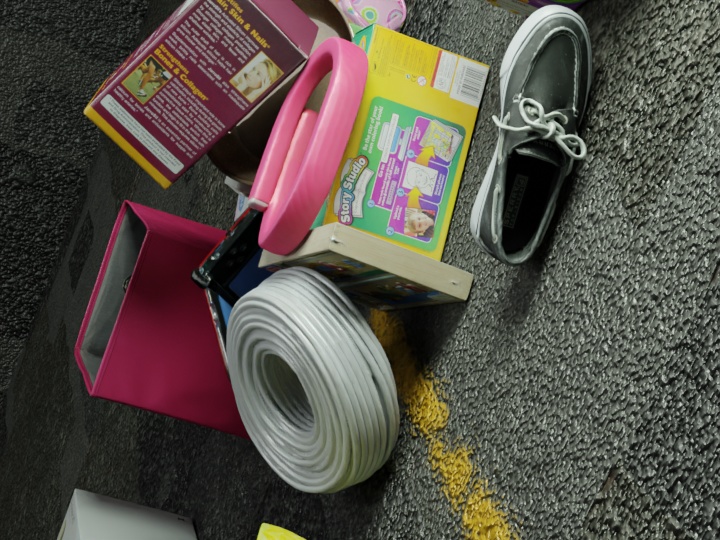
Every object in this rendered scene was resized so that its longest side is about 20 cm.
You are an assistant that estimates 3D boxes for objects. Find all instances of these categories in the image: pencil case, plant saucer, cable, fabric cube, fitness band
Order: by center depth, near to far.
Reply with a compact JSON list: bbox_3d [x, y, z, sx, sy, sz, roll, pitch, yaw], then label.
[{"bbox_3d":[-0.048,-0.111,1.435,0.144,0.037,0.200,-20,50,68],"label":"fitness band"},{"bbox_3d":[-0.047,0.099,1.440,0.200,0.069,0.200,-30,86,59],"label":"cable"},{"bbox_3d":[-0.076,-0.177,1.579,0.200,0.037,0.201,-7,77,33],"label":"plant saucer"},{"bbox_3d":[-0.035,-0.249,1.796,0.200,0.087,0.088,-35,40,46],"label":"pencil case"},{"bbox_3d":[-0.191,0.052,1.836,0.200,0.199,0.196,-141,69,-70],"label":"fabric cube"}]

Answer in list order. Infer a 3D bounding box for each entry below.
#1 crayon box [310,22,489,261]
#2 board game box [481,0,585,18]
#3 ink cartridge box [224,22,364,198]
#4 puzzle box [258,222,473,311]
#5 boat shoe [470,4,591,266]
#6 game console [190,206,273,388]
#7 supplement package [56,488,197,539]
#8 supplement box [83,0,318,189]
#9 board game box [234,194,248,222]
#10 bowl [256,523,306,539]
[{"bbox_3d":[0.031,-0.107,1.466,0.058,0.119,0.200,172,115,-70],"label":"crayon box"},{"bbox_3d":[0.163,-0.288,1.276,0.200,0.103,0.105,147,137,-63],"label":"board game box"},{"bbox_3d":[-0.040,-0.156,1.670,0.084,0.146,0.200,-152,81,-73],"label":"ink cartridge box"},{"bbox_3d":[0.000,0.000,1.435,0.200,0.133,0.025,-12,59,70],"label":"puzzle box"},{"bbox_3d":[0.133,-0.101,1.236,0.068,0.074,0.200,-130,58,-73],"label":"boat shoe"},{"bbox_3d":[-0.077,0.046,1.622,0.172,0.119,0.200,-49,-26,-6],"label":"game console"},{"bbox_3d":[-0.288,0.388,1.884,0.152,0.151,0.200,-125,55,-68],"label":"supplement package"},{"bbox_3d":[-0.149,-0.188,1.529,0.200,0.110,0.086,-40,16,23],"label":"supplement box"},{"bbox_3d":[-0.086,-0.177,1.982,0.199,0.043,0.200,-39,38,57],"label":"board game box"},{"bbox_3d":[-0.044,0.308,1.292,0.200,0.108,0.200,9,-90,-89],"label":"bowl"}]
